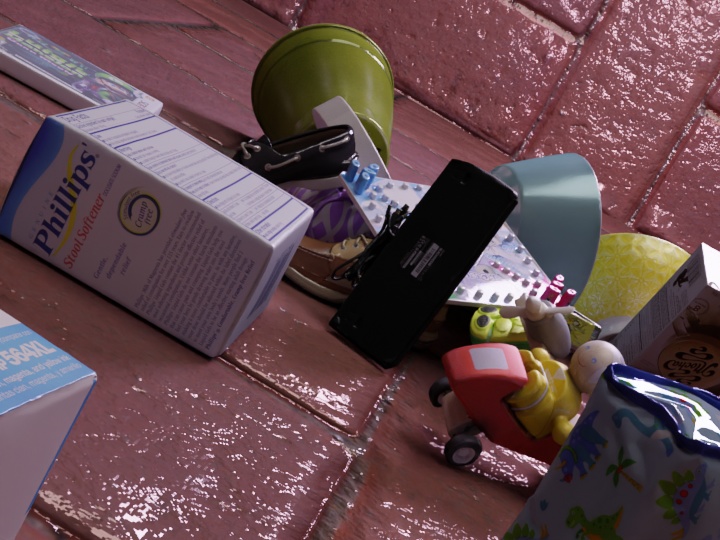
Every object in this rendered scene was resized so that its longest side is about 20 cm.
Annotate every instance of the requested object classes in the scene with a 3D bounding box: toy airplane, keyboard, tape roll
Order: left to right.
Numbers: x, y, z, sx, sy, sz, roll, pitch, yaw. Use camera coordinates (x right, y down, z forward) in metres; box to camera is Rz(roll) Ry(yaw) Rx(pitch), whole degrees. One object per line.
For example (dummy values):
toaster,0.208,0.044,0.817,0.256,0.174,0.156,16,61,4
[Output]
tape roll,0.004,-0.106,1.492,0.204,0.037,0.203,62,-5,9
keyboard,0.053,-0.012,1.172,0.104,0.200,0.040,37,-4,21
toy airplane,0.170,0.116,1.047,0.200,0.141,0.199,49,27,8

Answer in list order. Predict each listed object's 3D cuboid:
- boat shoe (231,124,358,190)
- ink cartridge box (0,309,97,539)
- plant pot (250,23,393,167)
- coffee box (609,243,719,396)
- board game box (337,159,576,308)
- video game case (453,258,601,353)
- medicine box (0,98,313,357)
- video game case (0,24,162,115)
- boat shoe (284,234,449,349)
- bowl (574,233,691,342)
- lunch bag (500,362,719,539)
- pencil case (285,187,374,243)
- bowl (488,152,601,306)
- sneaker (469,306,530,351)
boat shoe,-0.096,-0.112,1.327,0.198,0.061,0.074,-9,25,-17
ink cartridge box,-0.232,0.049,0.487,0.199,0.129,0.125,33,13,9
plant pot,-0.040,-0.192,1.675,0.199,0.201,0.194,24,27,-22
coffee box,0.374,0.082,1.447,0.112,0.200,0.080,26,38,-11
board game box,0.099,-0.035,1.289,0.199,0.026,0.201,7,35,-34
video game case,0.154,0.036,1.400,0.180,0.036,0.200,29,-6,-5
medicine box,-0.157,-0.042,1.022,0.199,0.103,0.182,30,14,1
video game case,-0.333,-0.221,1.471,0.199,0.023,0.182,28,13,-6
boat shoe,0.000,0.000,1.258,0.199,0.074,0.076,29,13,-6
bowl,0.327,0.062,1.568,0.199,0.200,0.108,27,47,-12
lunch bag,0.215,0.173,0.883,0.199,0.171,0.127,18,18,-38
pencil case,-0.043,-0.081,1.436,0.083,0.086,0.200,-1,22,-18
bowl,0.188,-0.046,1.496,0.104,0.202,0.201,8,21,-20
sneaker,0.152,0.085,1.227,0.074,0.084,0.200,16,-4,24
